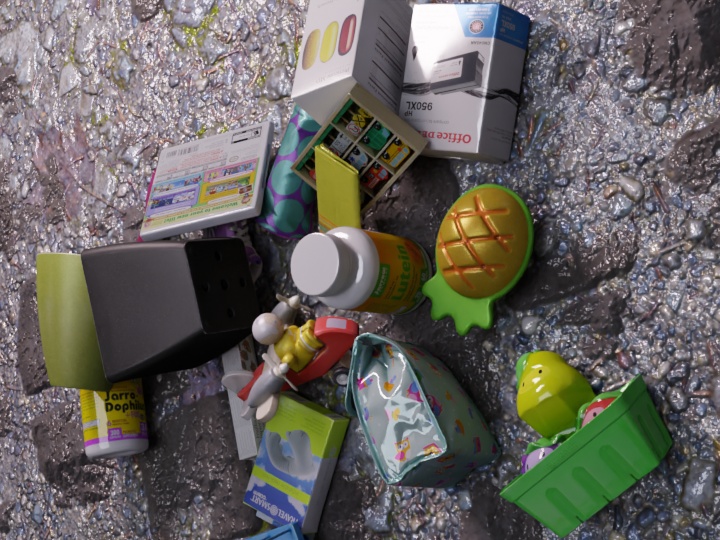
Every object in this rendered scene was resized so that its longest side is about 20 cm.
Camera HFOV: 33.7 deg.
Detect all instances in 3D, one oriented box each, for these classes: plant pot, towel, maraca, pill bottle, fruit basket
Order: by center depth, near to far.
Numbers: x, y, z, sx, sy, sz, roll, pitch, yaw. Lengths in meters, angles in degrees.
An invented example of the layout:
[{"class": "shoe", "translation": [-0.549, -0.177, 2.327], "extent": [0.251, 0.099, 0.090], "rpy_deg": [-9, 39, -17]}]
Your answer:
[{"class": "fruit basket", "translation": [0.251, 0.187, 1.447], "extent": [0.214, 0.155, 0.217], "rpy_deg": [4, 101, 25]}, {"class": "maraca", "translation": [0.153, -0.015, 1.554], "extent": [0.137, 0.107, 0.201], "rpy_deg": [30, 104, 33]}, {"class": "pill bottle", "translation": [0.000, 0.000, 1.610], "extent": [0.111, 0.200, 0.112], "rpy_deg": [-4, 83, 37]}, {"class": "towel", "translation": [-0.027, -0.084, 1.678], "extent": [0.086, 0.018, 0.201], "rpy_deg": [35, 147, 30]}, {"class": "plant pot", "translation": [-0.264, 0.042, 1.753], "extent": [0.177, 0.199, 0.201], "rpy_deg": [-15, 84, 34]}, {"class": "plant pot", "translation": [-0.427, 0.086, 1.864], "extent": [0.186, 0.187, 0.201], "rpy_deg": [1, 81, 37]}, {"class": "pill bottle", "translation": [-0.411, 0.204, 1.960], "extent": [0.104, 0.104, 0.201], "rpy_deg": [-18, 75, 34]}]

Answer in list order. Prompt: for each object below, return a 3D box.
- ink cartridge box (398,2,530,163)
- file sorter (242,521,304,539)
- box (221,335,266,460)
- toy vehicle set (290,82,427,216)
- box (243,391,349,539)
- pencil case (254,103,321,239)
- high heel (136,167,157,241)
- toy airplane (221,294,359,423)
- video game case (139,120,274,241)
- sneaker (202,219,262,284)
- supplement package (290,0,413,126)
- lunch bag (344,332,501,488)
[{"class": "ink cartridge box", "translation": [0.136, -0.253, 1.607], "extent": [0.144, 0.084, 0.201], "rpy_deg": [9, 92, 38]}, {"class": "file sorter", "translation": [-0.169, 0.468, 1.710], "extent": [0.200, 0.122, 0.139], "rpy_deg": [-28, 82, 38]}, {"class": "box", "translation": [-0.177, 0.189, 1.825], "extent": [0.041, 0.039, 0.201], "rpy_deg": [-24, 71, 35]}, {"class": "toy vehicle set", "translation": [-0.006, -0.159, 1.637], "extent": [0.124, 0.027, 0.200], "rpy_deg": [38, 143, -5]}, {"class": "box", "translation": [-0.099, 0.292, 1.750], "extent": [0.122, 0.048, 0.201], "rpy_deg": [21, 97, 35]}, {"class": "pencil case", "translation": [-0.084, -0.148, 1.763], "extent": [0.092, 0.085, 0.201], "rpy_deg": [21, 102, -8]}, {"class": "high heel", "translation": [-0.357, -0.073, 1.975], "extent": [0.095, 0.067, 0.201], "rpy_deg": [4, 100, 27]}, {"class": "toy airplane", "translation": [-0.118, 0.122, 1.696], "extent": [0.199, 0.141, 0.200], "rpy_deg": [-45, 30, -21]}, {"class": "video game case", "translation": [-0.231, -0.136, 1.806], "extent": [0.199, 0.022, 0.183], "rpy_deg": [-12, 48, 21]}, {"class": "sneaker", "translation": [-0.189, -0.058, 1.844], "extent": [0.114, 0.072, 0.202], "rpy_deg": [16, 106, 39]}, {"class": "supplement package", "translation": [-0.009, -0.305, 1.665], "extent": [0.113, 0.109, 0.201], "rpy_deg": [-15, 53, 35]}, {"class": "lunch bag", "translation": [0.070, 0.177, 1.557], "extent": [0.122, 0.170, 0.201], "rpy_deg": [-36, 65, 20]}]
